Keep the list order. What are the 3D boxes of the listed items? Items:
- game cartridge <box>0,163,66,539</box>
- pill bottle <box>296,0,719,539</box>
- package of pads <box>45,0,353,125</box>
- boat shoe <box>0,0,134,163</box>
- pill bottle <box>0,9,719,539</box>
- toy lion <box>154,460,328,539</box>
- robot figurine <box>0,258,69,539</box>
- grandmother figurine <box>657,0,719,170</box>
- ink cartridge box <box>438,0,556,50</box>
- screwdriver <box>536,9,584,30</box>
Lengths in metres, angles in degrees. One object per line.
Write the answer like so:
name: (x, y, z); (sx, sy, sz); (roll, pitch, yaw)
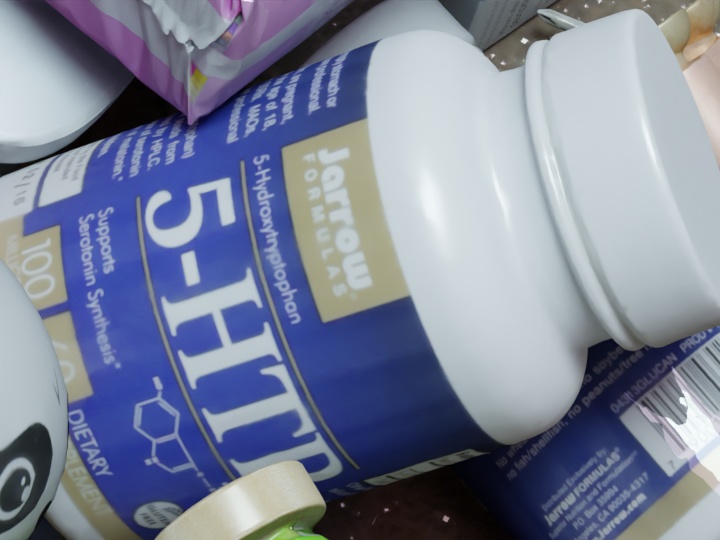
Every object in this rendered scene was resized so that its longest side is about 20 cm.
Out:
game cartridge: (-0.124, 0.034, 0.875); (0.199, 0.042, 0.134); (33, 61, -12)
pill bottle: (0.056, 0.010, 0.901); (0.111, 0.111, 0.200); (-36, 77, -21)
package of pads: (-0.024, -0.137, 0.818); (0.120, 0.076, 0.200); (41, 50, 10)
boat shoe: (-0.094, -0.111, 0.868); (0.072, 0.066, 0.201); (16, 59, -15)
pill bottle: (0.000, 0.000, 0.798); (0.199, 0.120, 0.120); (-19, 68, 17)
toy lion: (-0.087, 0.144, 0.772); (0.199, 0.192, 0.069); (-30, 76, -10)
robot figurine: (-0.166, 0.064, 0.721); (0.200, 0.125, 0.151); (-41, 48, 11)
grandmother figurine: (0.156, 0.002, 0.939); (0.200, 0.060, 0.121); (54, 36, 2)
ink cartridge box: (0.097, -0.169, 0.981); (0.200, 0.116, 0.068); (-36, 77, -21)
screwdriver: (0.156, -0.057, 0.990); (0.199, 0.028, 0.029); (27, 94, -2)
